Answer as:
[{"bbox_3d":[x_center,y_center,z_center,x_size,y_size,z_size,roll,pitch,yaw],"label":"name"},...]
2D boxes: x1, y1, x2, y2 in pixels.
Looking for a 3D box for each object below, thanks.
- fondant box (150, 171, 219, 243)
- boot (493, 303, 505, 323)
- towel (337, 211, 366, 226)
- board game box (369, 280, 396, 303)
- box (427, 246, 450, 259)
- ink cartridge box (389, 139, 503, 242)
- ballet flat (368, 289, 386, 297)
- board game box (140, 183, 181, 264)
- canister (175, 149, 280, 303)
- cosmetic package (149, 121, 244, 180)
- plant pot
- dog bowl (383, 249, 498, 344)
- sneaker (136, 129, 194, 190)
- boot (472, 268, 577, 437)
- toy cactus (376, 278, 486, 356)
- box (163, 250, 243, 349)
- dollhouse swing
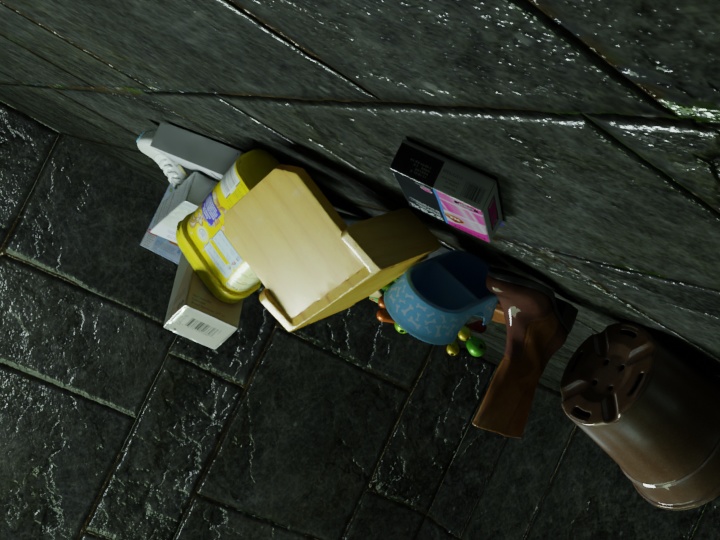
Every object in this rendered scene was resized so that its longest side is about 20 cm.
[{"bbox_3d":[-0.250,-0.085,1.768,0.143,0.059,0.200,23,159,-21],"label":"fondant box"},{"bbox_3d":[0.223,0.063,1.911,0.198,0.069,0.188,19,168,7],"label":"boot"},{"bbox_3d":[-0.090,-0.074,1.639,0.170,0.049,0.199,18,-169,37],"label":"towel"},{"bbox_3d":[0.086,0.023,1.799,0.047,0.102,0.200,27,176,-19],"label":"board game box"},{"bbox_3d":[0.116,-0.005,1.618,0.199,0.049,0.158,26,177,11],"label":"box"},{"bbox_3d":[0.089,-0.070,1.034,0.094,0.037,0.200,26,178,13],"label":"ink cartridge box"},{"bbox_3d":[0.000,0.000,1.664,0.200,0.063,0.069,-100,-15,-68],"label":"ballet flat"},{"bbox_3d":[-0.298,-0.097,2.044,0.199,0.201,0.041,25,177,23],"label":"board game box"},{"bbox_3d":[-0.165,-0.062,1.517,0.149,0.086,0.200,54,136,5],"label":"canister"},{"bbox_3d":[-0.239,-0.177,1.684,0.199,0.051,0.082,23,175,38],"label":"cosmetic package"},{"bbox_3d":[0.382,0.182,1.402,0.198,0.201,0.200,36,172,-28],"label":"plant pot"},{"bbox_3d":[0.117,0.029,1.412,0.111,0.050,0.199,43,-146,20],"label":"dog bowl"},{"bbox_3d":[-0.299,-0.169,1.820,0.199,0.081,0.076,31,159,-9],"label":"sneaker"},{"bbox_3d":[0.191,0.111,1.401,0.068,0.201,0.188,24,176,39],"label":"boot"},{"bbox_3d":[0.104,0.049,1.570,0.199,0.103,0.165,24,-166,3],"label":"toy cactus"},{"bbox_3d":[-0.227,0.006,1.624,0.094,0.201,0.078,25,139,-24],"label":"box"},{"bbox_3d":[-0.044,-0.046,1.385,0.181,0.200,0.177,-21,-101,-46],"label":"dollhouse swing"}]
